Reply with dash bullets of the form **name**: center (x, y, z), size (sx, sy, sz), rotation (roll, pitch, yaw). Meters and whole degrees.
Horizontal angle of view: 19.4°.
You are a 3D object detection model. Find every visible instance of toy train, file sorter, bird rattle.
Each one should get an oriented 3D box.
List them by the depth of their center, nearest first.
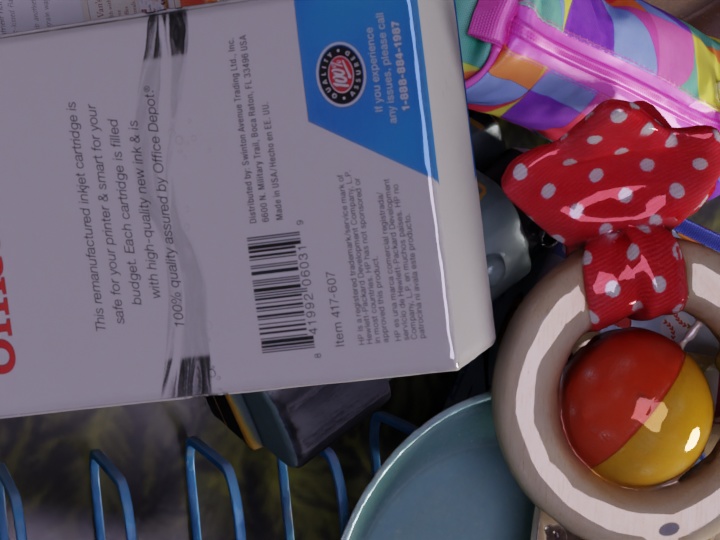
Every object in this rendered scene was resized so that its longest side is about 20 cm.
- **bird rattle**: center (0.125, 0.034, 0.856), size (0.200, 0.113, 0.163), rotation (39, 86, -19)
- **toy train**: center (0.000, 0.000, 0.929), size (0.200, 0.114, 0.086), rotation (-35, 135, -18)
- **file sorter**: center (-0.063, 0.140, 0.948), size (0.199, 0.139, 0.124), rotation (-7, 94, -14)

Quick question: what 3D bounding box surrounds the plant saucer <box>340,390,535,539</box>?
- **plant saucer**: center (0.064, 0.150, 0.895), size (0.199, 0.036, 0.202), rotation (2, 86, -29)

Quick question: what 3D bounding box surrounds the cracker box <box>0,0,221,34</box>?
- **cracker box**: center (-0.157, -0.143, 0.871), size (0.199, 0.058, 0.135), rotation (2, 123, 7)

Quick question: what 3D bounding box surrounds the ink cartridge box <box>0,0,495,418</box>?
- **ink cartridge box**: center (-0.059, -0.027, 0.816), size (0.199, 0.084, 0.147), rotation (-6, 94, 14)

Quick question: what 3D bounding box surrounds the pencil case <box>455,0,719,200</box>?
- **pencil case**: center (0.101, -0.089, 0.927), size (0.199, 0.088, 0.089), rotation (16, 92, -43)

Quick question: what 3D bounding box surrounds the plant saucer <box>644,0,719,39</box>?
- **plant saucer**: center (0.129, -0.148, 0.961), size (0.199, 0.201, 0.035), rotation (-11, 56, -13)

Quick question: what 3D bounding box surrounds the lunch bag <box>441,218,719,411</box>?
- **lunch bag**: center (0.151, 0.067, 1.003), size (0.199, 0.124, 0.171), rotation (23, 90, -8)

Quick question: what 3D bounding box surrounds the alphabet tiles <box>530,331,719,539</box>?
- **alphabet tiles**: center (0.142, 0.137, 0.916), size (0.166, 0.008, 0.201), rotation (13, 82, -28)
